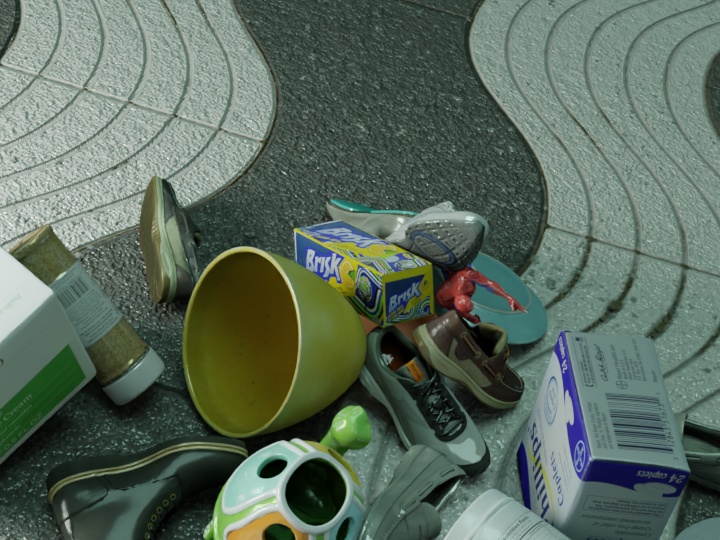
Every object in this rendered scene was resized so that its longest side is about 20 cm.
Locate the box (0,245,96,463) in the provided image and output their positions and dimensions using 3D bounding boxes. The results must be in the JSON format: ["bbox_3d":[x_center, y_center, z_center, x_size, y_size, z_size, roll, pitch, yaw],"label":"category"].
[{"bbox_3d":[-0.407,0.074,1.350,0.200,0.172,0.199,36,67,25],"label":"box"}]

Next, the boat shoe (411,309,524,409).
[{"bbox_3d":[0.138,0.094,1.536,0.200,0.072,0.072,34,21,-45],"label":"boat shoe"}]

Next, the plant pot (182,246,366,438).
[{"bbox_3d":[-0.078,0.079,1.494,0.142,0.201,0.200,5,35,-44],"label":"plant pot"}]

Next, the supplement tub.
[{"bbox_3d":[0.173,0.316,1.310,0.200,0.132,0.132,32,43,23],"label":"supplement tub"}]

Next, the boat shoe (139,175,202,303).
[{"bbox_3d":[-0.225,-0.035,1.664,0.066,0.072,0.201,9,39,-22],"label":"boat shoe"}]

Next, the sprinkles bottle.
[{"bbox_3d":[-0.293,0.047,1.459,0.200,0.068,0.068,53,40,-14],"label":"sprinkles bottle"}]

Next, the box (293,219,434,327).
[{"bbox_3d":[0.000,0.000,1.572,0.070,0.065,0.200,-13,22,-29],"label":"box"}]

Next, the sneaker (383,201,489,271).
[{"bbox_3d":[0.088,-0.047,1.560,0.075,0.200,0.087,48,68,-14],"label":"sneaker"}]

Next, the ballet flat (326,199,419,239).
[{"bbox_3d":[0.013,-0.050,1.734,0.067,0.064,0.200,9,3,-34],"label":"ballet flat"}]

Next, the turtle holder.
[{"bbox_3d":[-0.049,0.224,1.320,0.185,0.132,0.141,-19,71,-32],"label":"turtle holder"}]

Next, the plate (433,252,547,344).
[{"bbox_3d":[0.145,0.019,1.698,0.199,0.026,0.200,19,30,-11],"label":"plate"}]

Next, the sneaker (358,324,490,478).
[{"bbox_3d":[0.067,0.143,1.502,0.074,0.079,0.200,-34,75,-27],"label":"sneaker"}]

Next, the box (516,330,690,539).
[{"bbox_3d":[0.241,0.196,1.414,0.104,0.201,0.184,6,40,-7],"label":"box"}]

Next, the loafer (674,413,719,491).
[{"bbox_3d":[0.346,0.185,1.549,0.199,0.070,0.070,17,39,4],"label":"loafer"}]

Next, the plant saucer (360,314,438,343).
[{"bbox_3d":[0.019,0.061,1.640,0.199,0.038,0.201,9,40,-7],"label":"plant saucer"}]

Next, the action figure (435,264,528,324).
[{"bbox_3d":[0.131,0.016,1.591,0.099,0.065,0.200,39,18,-12],"label":"action figure"}]

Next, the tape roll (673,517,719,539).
[{"bbox_3d":[0.390,0.346,1.388,0.199,0.066,0.201,8,39,-6],"label":"tape roll"}]

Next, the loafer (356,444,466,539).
[{"bbox_3d":[0.048,0.251,1.398,0.069,0.070,0.200,19,40,17],"label":"loafer"}]

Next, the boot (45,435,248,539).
[{"bbox_3d":[-0.195,0.245,1.345,0.199,0.078,0.139,-12,50,-12],"label":"boot"}]
